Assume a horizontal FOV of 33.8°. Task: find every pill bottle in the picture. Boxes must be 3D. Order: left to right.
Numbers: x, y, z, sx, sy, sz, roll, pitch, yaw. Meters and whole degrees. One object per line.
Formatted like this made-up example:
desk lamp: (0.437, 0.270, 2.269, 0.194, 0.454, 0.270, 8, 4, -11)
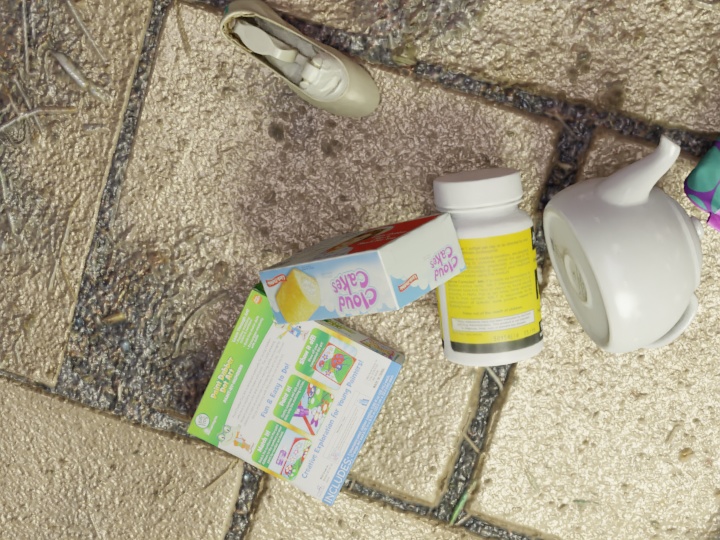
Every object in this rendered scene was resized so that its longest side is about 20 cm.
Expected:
pill bottle: (0.136, -0.006, 1.294, 0.114, 0.114, 0.201, -5, 101, 10)

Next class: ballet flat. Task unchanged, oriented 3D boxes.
ballet flat: (-0.070, -0.230, 1.306, 0.200, 0.069, 0.070, 32, 104, 1)

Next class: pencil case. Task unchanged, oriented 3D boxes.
pencil case: (0.421, -0.135, 1.209, 0.085, 0.093, 0.200, 27, 124, -10)

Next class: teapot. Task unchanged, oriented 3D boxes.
teapot: (0.291, -0.015, 1.244, 0.146, 0.200, 0.198, -21, 83, -5)

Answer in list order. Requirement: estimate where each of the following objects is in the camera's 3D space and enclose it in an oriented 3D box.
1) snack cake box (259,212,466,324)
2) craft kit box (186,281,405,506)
snack cake box: (0.000, 0.000, 1.269, 0.200, 0.115, 0.067, -10, 102, 48)
craft kit box: (-0.077, 0.146, 1.396, 0.197, 0.049, 0.200, 27, 104, 0)
